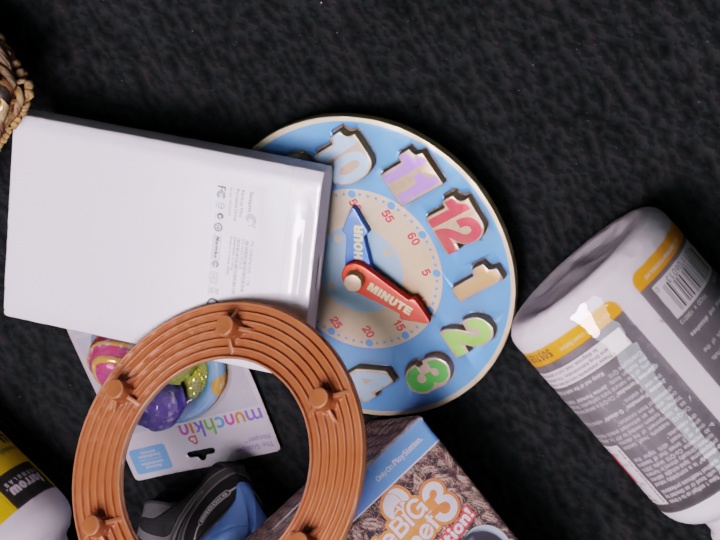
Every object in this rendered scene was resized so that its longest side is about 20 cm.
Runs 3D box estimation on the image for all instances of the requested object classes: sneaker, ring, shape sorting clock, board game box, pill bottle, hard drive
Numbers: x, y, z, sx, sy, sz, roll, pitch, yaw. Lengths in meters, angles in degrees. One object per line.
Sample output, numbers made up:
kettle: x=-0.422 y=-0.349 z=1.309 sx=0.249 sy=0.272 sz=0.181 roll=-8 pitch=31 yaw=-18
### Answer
sneaker: x=-0.121 y=0.193 z=1.278 sx=0.070 sy=0.083 sz=0.200 roll=12 pitch=141 yaw=-33
ring: x=-0.088 y=0.113 z=1.111 sx=0.199 sy=0.019 sz=0.202 roll=-9 pitch=71 yaw=25
shape sorting clock: x=0.000 y=0.000 z=1.168 sx=0.199 sy=0.039 sz=0.201 roll=7 pitch=113 yaw=16
board game box: x=0.027 y=0.217 z=1.171 sx=0.200 sy=0.159 sz=0.097 roll=51 pitch=162 yaw=-7
pill bottle: x=0.189 y=0.071 z=1.091 sx=0.116 sy=0.116 sz=0.200 roll=-38 pitch=96 yaw=27
hard drive: x=-0.121 y=-0.017 z=1.165 sx=0.199 sy=0.027 sz=0.133 roll=11 pitch=109 yaw=13
pill bottle: x=-0.264 y=0.162 z=1.267 sx=0.200 sy=0.111 sz=0.111 roll=43 pitch=118 yaw=7

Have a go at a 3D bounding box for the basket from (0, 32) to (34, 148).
basket: x=-0.321 y=-0.087 z=1.153 sx=0.143 sy=0.149 sz=0.200 roll=53 pitch=128 yaw=17

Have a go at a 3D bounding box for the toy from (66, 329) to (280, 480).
toy: x=-0.143 y=0.049 z=1.230 sx=0.115 sy=0.047 sz=0.201 roll=-13 pitch=107 yaw=24
